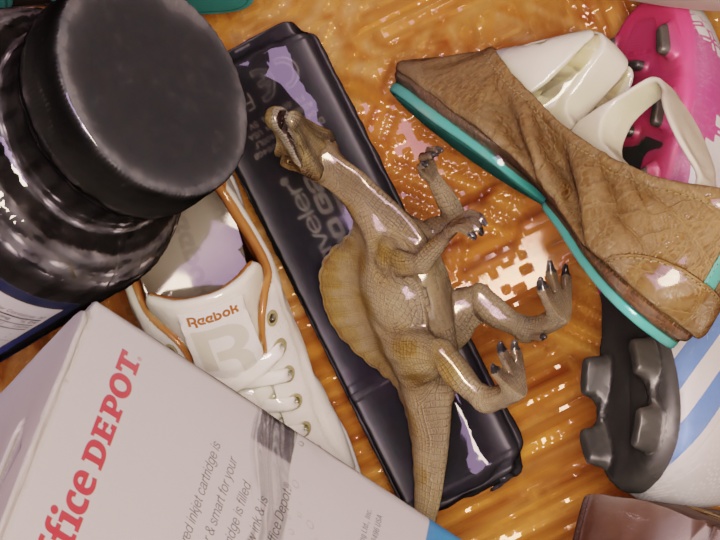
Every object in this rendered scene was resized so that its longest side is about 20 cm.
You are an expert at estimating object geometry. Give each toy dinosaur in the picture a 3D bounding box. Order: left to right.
[{"bbox_3d":[0.027,0.024,1.126,0.101,0.058,0.201,-4,108,41],"label":"toy dinosaur"}]

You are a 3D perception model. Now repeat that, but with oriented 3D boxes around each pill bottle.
[{"bbox_3d":[-0.136,-0.028,1.097,0.200,0.112,0.112,-29,84,40],"label":"pill bottle"}]

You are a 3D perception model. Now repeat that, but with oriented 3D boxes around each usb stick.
[{"bbox_3d":[0.000,0.000,1.174,0.055,0.033,0.200,-28,85,11],"label":"usb stick"}]

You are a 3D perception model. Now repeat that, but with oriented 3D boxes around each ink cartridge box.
[{"bbox_3d":[-0.054,0.129,1.063,0.200,0.145,0.084,34,133,-16],"label":"ink cartridge box"}]

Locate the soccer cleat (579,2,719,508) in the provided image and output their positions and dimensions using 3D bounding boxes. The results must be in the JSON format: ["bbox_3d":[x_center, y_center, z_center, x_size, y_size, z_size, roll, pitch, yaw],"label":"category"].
[{"bbox_3d":[0.130,-0.005,1.158,0.086,0.070,0.201,11,75,-30],"label":"soccer cleat"}]

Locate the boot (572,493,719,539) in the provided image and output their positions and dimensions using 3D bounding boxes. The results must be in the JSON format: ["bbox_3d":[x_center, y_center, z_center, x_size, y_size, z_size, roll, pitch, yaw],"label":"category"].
[{"bbox_3d":[0.139,0.185,1.067,0.186,0.064,0.200,20,72,10],"label":"boot"}]

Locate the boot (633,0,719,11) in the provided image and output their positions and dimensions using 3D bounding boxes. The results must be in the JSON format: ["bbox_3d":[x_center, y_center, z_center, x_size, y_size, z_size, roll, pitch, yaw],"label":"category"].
[{"bbox_3d":[0.083,-0.154,1.133,0.199,0.073,0.091,12,87,27],"label":"boot"}]

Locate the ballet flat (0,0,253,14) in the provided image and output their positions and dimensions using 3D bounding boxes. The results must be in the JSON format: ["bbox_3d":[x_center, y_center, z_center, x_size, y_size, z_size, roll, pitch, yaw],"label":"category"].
[{"bbox_3d":[-0.134,-0.135,1.182,0.199,0.068,0.067,1,67,-2],"label":"ballet flat"}]

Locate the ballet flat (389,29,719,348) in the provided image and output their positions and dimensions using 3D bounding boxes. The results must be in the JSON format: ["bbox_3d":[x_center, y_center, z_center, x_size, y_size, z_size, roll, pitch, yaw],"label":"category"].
[{"bbox_3d":[0.083,-0.046,1.110,0.068,0.200,0.072,36,97,-37],"label":"ballet flat"}]

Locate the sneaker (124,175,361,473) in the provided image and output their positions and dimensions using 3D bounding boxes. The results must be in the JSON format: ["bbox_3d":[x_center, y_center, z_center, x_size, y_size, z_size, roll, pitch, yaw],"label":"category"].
[{"bbox_3d":[-0.052,0.044,1.149,0.073,0.085,0.201,-22,88,0],"label":"sneaker"}]
